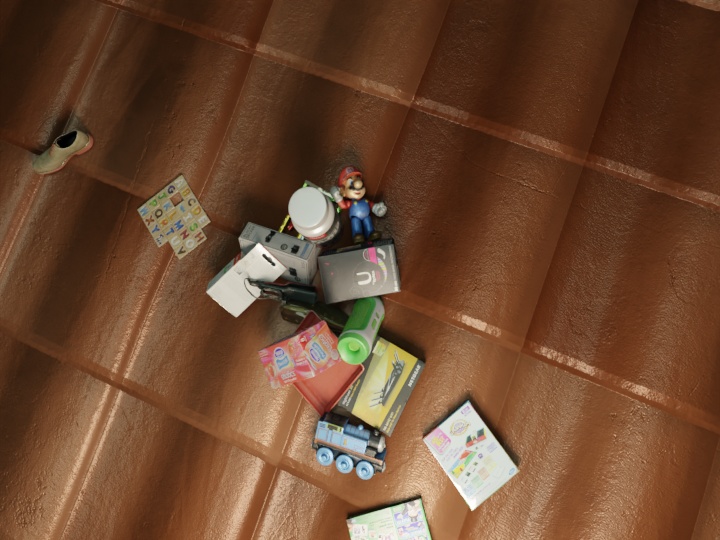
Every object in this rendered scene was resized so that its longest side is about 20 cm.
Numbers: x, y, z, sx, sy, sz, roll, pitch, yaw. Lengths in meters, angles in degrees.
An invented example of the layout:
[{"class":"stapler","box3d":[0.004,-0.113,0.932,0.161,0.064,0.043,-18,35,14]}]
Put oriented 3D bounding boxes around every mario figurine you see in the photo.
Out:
[{"class":"mario figurine","box3d":[-0.005,-0.177,1.439,0.104,0.122,0.206,-19,84,28]}]

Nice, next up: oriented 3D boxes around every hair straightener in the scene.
[{"class":"hair straightener","box3d":[-0.201,0.053,1.399,0.194,0.078,0.042,14,117,-16]}]

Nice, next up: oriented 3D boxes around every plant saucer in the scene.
[{"class":"plant saucer","box3d":[-0.103,0.234,1.399,0.200,0.037,0.201,44,116,12]}]

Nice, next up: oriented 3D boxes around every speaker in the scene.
[{"class":"speaker","box3d":[0.004,0.139,1.346,0.086,0.201,0.091,6,119,12]}]

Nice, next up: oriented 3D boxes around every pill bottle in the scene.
[{"class":"pill bottle","box3d":[-0.112,-0.132,1.383,0.110,0.200,0.118,-1,81,7]}]

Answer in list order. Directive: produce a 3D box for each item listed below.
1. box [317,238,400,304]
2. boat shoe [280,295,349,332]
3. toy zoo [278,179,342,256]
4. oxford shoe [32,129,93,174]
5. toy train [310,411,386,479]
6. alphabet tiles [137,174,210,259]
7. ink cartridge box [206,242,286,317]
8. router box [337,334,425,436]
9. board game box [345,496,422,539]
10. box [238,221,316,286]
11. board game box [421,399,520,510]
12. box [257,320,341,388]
[{"class":"box","box3d":[0.000,0.000,1.402,0.193,0.106,0.126,-10,100,7]},{"class":"boat shoe","box3d":[-0.117,0.123,1.441,0.194,0.072,0.069,18,117,5]},{"class":"toy zoo","box3d":[-0.141,-0.126,1.499,0.129,0.020,0.204,28,86,11]},{"class":"oxford shoe","box3d":[-0.886,-0.354,1.611,0.197,0.075,0.072,-34,79,2]},{"class":"toy train","box3d":[-0.026,0.429,1.355,0.194,0.087,0.118,15,101,10]},{"class":"alphabet tiles","box3d":[-0.523,-0.142,1.563,0.165,0.008,0.202,-35,78,1]},{"class":"ink cartridge box","box3d":[-0.296,0.016,1.438,0.199,0.051,0.109,-41,116,13]},{"class":"router box","box3d":[0.055,0.286,1.393,0.154,0.052,0.204,26,86,11]},{"class":"board game box","box3d":[0.074,0.651,1.347,0.194,0.029,0.139,-17,80,5]},{"class":"box","box3d":[-0.214,-0.042,1.442,0.194,0.118,0.061,17,55,11]},{"class":"board game box","box3d":[0.267,0.447,1.345,0.152,0.040,0.202,-37,78,1]},{"class":"box","box3d":[-0.148,0.201,1.309,0.093,0.198,0.105,-23,88,-41]}]
